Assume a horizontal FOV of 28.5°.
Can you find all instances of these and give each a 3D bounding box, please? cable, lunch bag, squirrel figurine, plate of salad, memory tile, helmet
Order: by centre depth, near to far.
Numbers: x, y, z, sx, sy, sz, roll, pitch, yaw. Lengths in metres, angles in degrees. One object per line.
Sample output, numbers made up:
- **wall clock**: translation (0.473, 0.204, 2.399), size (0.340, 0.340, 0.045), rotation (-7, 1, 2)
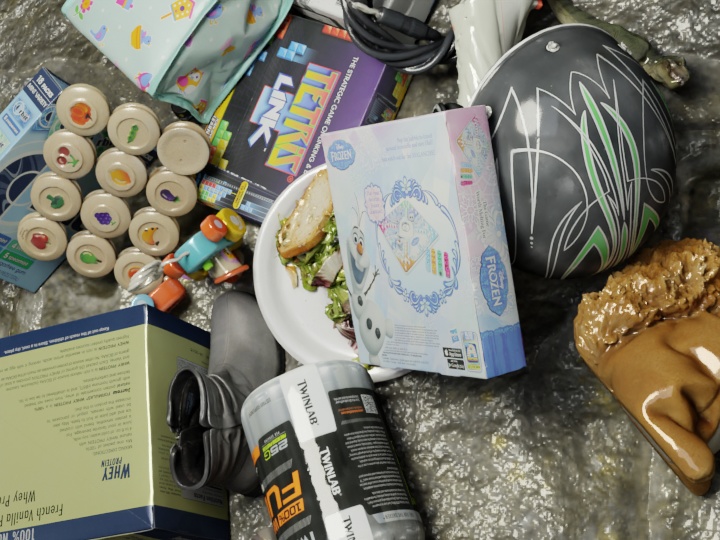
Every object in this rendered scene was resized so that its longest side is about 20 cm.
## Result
- **squirrel figurine**: translation (0.275, 0.048, 1.096), size (0.186, 0.142, 0.200), rotation (-40, 65, 3)
- **helmet**: translation (0.159, -0.093, 1.133), size (0.201, 0.199, 0.191), rotation (-63, 18, -3)
- **plate of salad**: translation (0.000, 0.000, 1.257), size (0.198, 0.048, 0.202), rotation (0, 92, 7)
- **cable**: translation (0.074, -0.271, 1.278), size (0.199, 0.051, 0.165), rotation (-23, 106, -17)
- **lunch bag**: translation (-0.162, -0.272, 1.346), size (0.170, 0.122, 0.201), rotation (44, 104, 31)
- **memory tile**: translation (-0.235, -0.072, 1.347), size (0.152, 0.017, 0.201), rotation (20, 122, -9)

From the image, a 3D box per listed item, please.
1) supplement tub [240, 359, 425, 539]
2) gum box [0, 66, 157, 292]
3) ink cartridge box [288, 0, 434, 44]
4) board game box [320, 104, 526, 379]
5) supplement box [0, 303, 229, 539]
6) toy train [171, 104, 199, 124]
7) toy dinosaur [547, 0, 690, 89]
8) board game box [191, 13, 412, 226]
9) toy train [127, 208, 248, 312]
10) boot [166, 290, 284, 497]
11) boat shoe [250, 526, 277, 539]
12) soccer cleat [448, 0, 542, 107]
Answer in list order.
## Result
- **supplement tub**: translation (-0.020, 0.188, 1.200), size (0.122, 0.122, 0.202), rotation (-28, 65, 16)
- **gum box**: translation (-0.317, -0.083, 1.395), size (0.200, 0.170, 0.045), rotation (-47, 60, 6)
- **ink cartridge box**: translation (-0.020, -0.297, 1.372), size (0.199, 0.068, 0.117), rotation (26, 87, 31)
- **board game box**: translation (0.046, -0.021, 1.132), size (0.199, 0.043, 0.201), rotation (1, 103, 61)
- **supplement box**: translation (-0.240, 0.160, 1.307), size (0.198, 0.134, 0.202), rotation (-14, 70, 22)
- **toy train**: translation (-0.164, -0.248, 1.441), size (0.034, 0.046, 0.202), rotation (2, 76, 26)
- **toy dinosaur**: translation (0.203, -0.191, 1.252), size (0.088, 0.047, 0.200), rotation (-48, 58, 2)
- **board game box**: translation (-0.062, -0.136, 1.354), size (0.164, 0.057, 0.202), rotation (20, 85, 30)
- **toy train**: translation (-0.160, 0.015, 1.312), size (0.150, 0.200, 0.056), rotation (-41, 89, -15)
- **boot**: translation (-0.124, 0.100, 1.270), size (0.069, 0.131, 0.202), rotation (-17, 68, 21)
- **boat shoe**: translation (-0.060, 0.318, 1.210), size (0.073, 0.074, 0.201), rotation (-31, 63, 14)
- **soccer cleat**: translation (0.107, -0.198, 1.261), size (0.077, 0.069, 0.202), rotation (15, 96, -14)
